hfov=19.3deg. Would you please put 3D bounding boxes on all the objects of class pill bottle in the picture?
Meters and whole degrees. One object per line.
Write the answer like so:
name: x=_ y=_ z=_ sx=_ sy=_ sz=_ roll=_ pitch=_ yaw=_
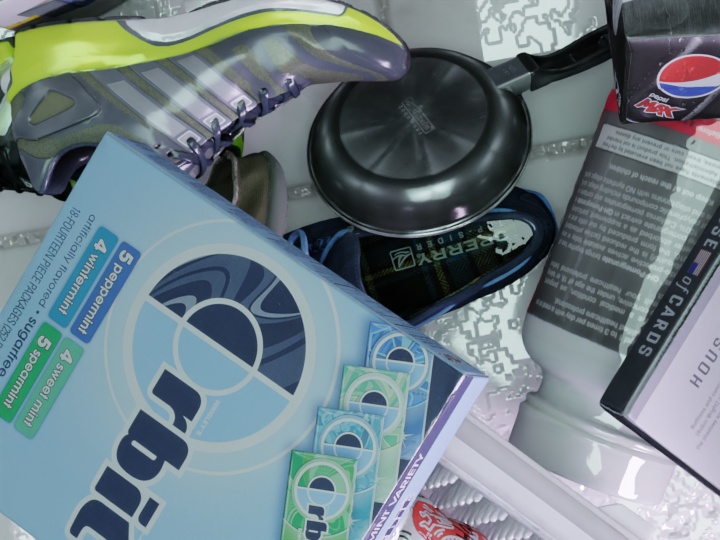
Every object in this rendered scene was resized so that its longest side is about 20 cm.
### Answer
pill bottle: x=0.145 y=0.008 z=1.041 sx=0.110 sy=0.111 sz=0.201 roll=20 pitch=94 yaw=1

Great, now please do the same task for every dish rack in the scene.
dish rack: x=0.057 y=0.103 z=1.023 sx=0.200 sy=0.172 sz=0.044 roll=36 pitch=77 yaw=-4

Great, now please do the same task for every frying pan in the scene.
frying pan: x=0.065 y=-0.075 z=1.052 sx=0.189 sy=0.031 sz=0.115 roll=-11 pitch=56 yaw=5

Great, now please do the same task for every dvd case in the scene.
dvd case: x=0.215 y=0.047 z=1.018 sx=0.200 sy=0.025 sz=0.151 roll=37 pitch=83 yaw=-36

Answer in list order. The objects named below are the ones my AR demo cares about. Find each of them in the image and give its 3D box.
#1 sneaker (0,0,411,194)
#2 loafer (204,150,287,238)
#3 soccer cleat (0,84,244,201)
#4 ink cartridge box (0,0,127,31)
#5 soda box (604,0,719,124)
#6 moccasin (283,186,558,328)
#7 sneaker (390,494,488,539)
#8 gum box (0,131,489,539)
sneaker: x=-0.073 y=-0.080 z=1.007 sx=0.199 sy=0.074 sz=0.081 roll=-8 pitch=80 yaw=7
loafer: x=-0.099 y=0.023 z=1.012 sx=0.070 sy=0.075 sz=0.201 roll=30 pitch=75 yaw=-15
soccer cleat: x=-0.155 y=-0.065 z=1.062 sx=0.199 sy=0.068 sz=0.081 roll=-14 pitch=63 yaw=2
ink cartridge box: x=-0.162 y=-0.194 z=0.994 sx=0.087 sy=0.200 sz=0.146 roll=-28 pitch=92 yaw=4
soda box: x=0.147 y=-0.167 z=1.002 sx=0.070 sy=0.063 sz=0.201 roll=-3 pitch=55 yaw=2
moccasin: x=0.000 y=0.000 z=1.065 sx=0.199 sy=0.068 sz=0.081 roll=-26 pitch=93 yaw=6
sneaker: x=-0.020 y=0.169 z=1.037 sx=0.108 sy=0.067 sz=0.201 roll=38 pitch=128 yaw=-16
gum box: x=-0.071 y=0.063 z=0.934 sx=0.200 sy=0.045 sz=0.170 roll=33 pitch=96 yaw=19
